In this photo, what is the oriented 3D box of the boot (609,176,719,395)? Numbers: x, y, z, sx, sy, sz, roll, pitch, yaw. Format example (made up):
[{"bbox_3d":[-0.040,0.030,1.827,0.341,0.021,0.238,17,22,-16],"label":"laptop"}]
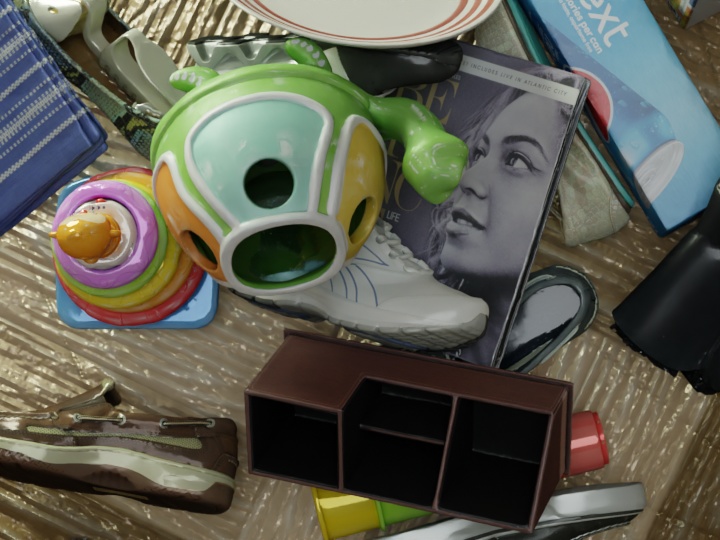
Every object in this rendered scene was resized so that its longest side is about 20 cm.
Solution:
[{"bbox_3d":[0.280,0.008,1.535,0.200,0.076,0.168,18,117,-31],"label":"boot"}]

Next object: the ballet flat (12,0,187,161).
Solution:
[{"bbox_3d":[-0.171,-0.153,1.564,0.200,0.074,0.074,41,89,9],"label":"ballet flat"}]

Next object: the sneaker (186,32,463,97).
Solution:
[{"bbox_3d":[-0.020,-0.118,1.552,0.200,0.074,0.089,0,101,29],"label":"sneaker"}]

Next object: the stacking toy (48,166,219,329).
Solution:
[{"bbox_3d":[-0.163,-0.019,1.498,0.116,0.200,0.110,0,87,7],"label":"stacking toy"}]

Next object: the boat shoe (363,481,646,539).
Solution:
[{"bbox_3d":[0.098,0.188,1.541,0.200,0.071,0.064,-16,85,10],"label":"boat shoe"}]

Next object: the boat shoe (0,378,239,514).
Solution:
[{"bbox_3d":[-0.180,0.111,1.562,0.202,0.075,0.075,12,73,-2],"label":"boat shoe"}]

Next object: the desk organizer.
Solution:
[{"bbox_3d":[0.030,0.103,1.486,0.200,0.077,0.072,10,122,18],"label":"desk organizer"}]

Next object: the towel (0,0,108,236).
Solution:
[{"bbox_3d":[-0.270,-0.129,1.576,0.145,0.024,0.200,-37,84,29],"label":"towel"}]

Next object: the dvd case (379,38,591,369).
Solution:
[{"bbox_3d":[0.060,-0.051,1.535,0.149,0.016,0.200,21,95,34],"label":"dvd case"}]

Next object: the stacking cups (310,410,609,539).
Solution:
[{"bbox_3d":[0.065,0.130,1.551,0.200,0.061,0.061,-16,86,-1],"label":"stacking cups"}]

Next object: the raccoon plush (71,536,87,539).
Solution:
[{"bbox_3d":[-0.171,0.276,1.557,0.097,0.134,0.200,-27,118,-14],"label":"raccoon plush"}]

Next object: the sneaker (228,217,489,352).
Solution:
[{"bbox_3d":[0.000,0.000,1.518,0.200,0.074,0.087,16,86,33],"label":"sneaker"}]

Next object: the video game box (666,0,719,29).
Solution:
[{"bbox_3d":[0.189,-0.257,1.496,0.047,0.200,0.182,-27,85,2],"label":"video game box"}]

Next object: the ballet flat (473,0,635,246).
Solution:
[{"bbox_3d":[0.114,-0.107,1.559,0.062,0.067,0.200,-30,85,9],"label":"ballet flat"}]

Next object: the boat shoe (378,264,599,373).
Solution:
[{"bbox_3d":[0.069,0.057,1.550,0.200,0.062,0.073,-29,88,2],"label":"boat shoe"}]

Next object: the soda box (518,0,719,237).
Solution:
[{"bbox_3d":[0.182,-0.125,1.556,0.068,0.064,0.200,-30,85,1],"label":"soda box"}]

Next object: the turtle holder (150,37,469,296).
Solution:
[{"bbox_3d":[-0.038,-0.052,1.462,0.185,0.141,0.132,7,42,-19],"label":"turtle holder"}]

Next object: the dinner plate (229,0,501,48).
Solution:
[{"bbox_3d":[-0.004,-0.194,1.530,0.200,0.200,0.024,12,126,4],"label":"dinner plate"}]
